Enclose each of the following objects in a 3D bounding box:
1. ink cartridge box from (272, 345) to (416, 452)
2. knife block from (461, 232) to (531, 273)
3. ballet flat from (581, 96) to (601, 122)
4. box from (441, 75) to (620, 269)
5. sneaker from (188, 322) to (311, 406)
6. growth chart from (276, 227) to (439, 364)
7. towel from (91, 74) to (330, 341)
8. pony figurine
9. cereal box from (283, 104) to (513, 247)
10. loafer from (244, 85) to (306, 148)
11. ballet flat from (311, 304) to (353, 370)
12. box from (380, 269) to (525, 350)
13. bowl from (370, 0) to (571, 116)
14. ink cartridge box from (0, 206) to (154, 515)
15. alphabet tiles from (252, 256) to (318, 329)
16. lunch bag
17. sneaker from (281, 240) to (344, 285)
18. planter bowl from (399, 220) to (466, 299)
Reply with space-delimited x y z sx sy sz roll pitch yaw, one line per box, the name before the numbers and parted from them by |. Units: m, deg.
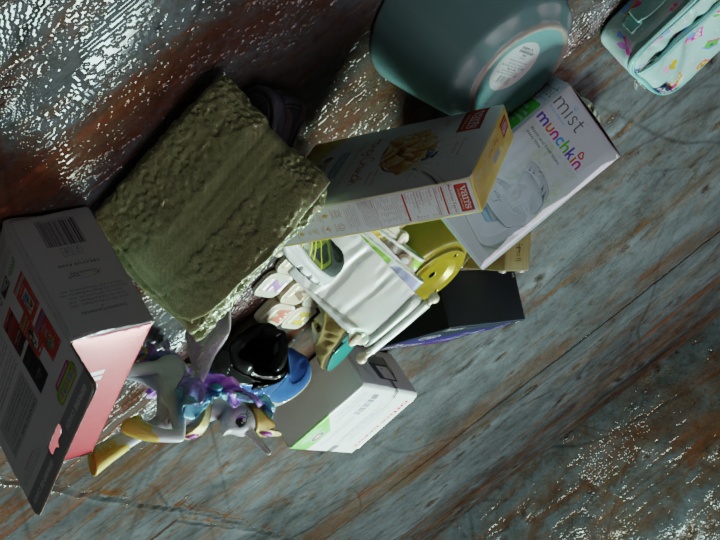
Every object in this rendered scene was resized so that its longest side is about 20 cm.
ink cartridge box | -0.025 0.187 1.581 0.145 0.084 0.199 -42 156 13
knife block | 0.164 -0.088 1.386 0.064 0.198 0.179 0 93 -52
ballet flat | 0.254 -0.182 1.320 0.198 0.070 0.070 -4 141 -51
box | 0.149 -0.116 1.119 0.176 0.097 0.200 -40 -163 9
sneaker | -0.107 0.114 1.325 0.111 0.078 0.198 -31 157 36
growth chart | 0.000 0.000 1.214 0.144 0.018 0.201 -35 115 11
towel | -0.132 -0.052 0.934 0.200 0.148 0.036 -46 180 21
pony figurine | -0.191 0.113 1.107 0.197 0.195 0.168 -1 139 -33
cereal box | 0.028 -0.085 0.968 0.197 0.040 0.144 -10 -152 25
loafer | -0.100 -0.067 0.983 0.063 0.072 0.202 -4 122 -52
ballet flat | -0.029 0.066 1.350 0.068 0.063 0.200 -40 172 -24
box | 0.111 0.052 1.467 0.140 0.080 0.199 -22 168 36
bowl | 0.118 -0.217 1.012 0.199 0.106 0.202 -30 157 -14
ink cartridge box | -0.260 0.082 0.947 0.083 0.177 0.201 -13 148 -41
alphabet tiles | -0.038 -0.001 1.306 0.200 0.015 0.195 -45 156 17
lunch bag | 0.378 -0.297 1.257 0.200 0.077 0.160 -45 155 19
sneaker | -0.054 -0.052 1.099 0.085 0.075 0.200 -44 149 3
planter bowl | 0.065 -0.021 1.289 0.199 0.084 0.201 -30 155 -15
